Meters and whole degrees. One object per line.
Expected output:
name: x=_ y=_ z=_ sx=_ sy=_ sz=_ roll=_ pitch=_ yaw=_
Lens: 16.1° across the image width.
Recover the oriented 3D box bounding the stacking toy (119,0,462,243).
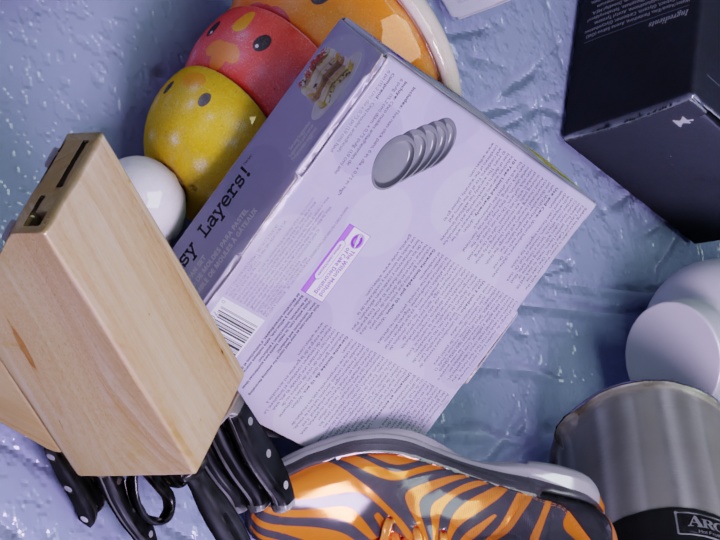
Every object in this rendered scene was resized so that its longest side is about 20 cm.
stacking toy: x=-0.058 y=-0.068 z=1.281 sx=0.200 sy=0.146 sz=0.147 roll=-39 pitch=107 yaw=-32

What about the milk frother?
milk frother: x=0.159 y=0.205 z=1.425 sx=0.180 sy=0.200 sz=0.189 roll=39 pitch=26 yaw=-23

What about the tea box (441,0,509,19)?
tea box: x=0.094 y=-0.294 z=1.508 sx=0.197 sy=0.133 sz=0.200 roll=58 pitch=42 yaw=-19

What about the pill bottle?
pill bottle: x=0.248 y=0.044 z=1.585 sx=0.199 sy=0.110 sz=0.112 roll=-9 pitch=84 yaw=-50

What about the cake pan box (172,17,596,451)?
cake pan box: x=0.000 y=0.000 z=1.270 sx=0.184 sy=0.052 sz=0.201 roll=29 pitch=100 yaw=-42

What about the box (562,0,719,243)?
box: x=0.220 y=-0.143 z=1.624 sx=0.148 sy=0.104 sz=0.201 roll=35 pitch=53 yaw=-37

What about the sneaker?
sneaker: x=0.044 y=0.144 z=1.272 sx=0.198 sy=0.078 sz=0.112 roll=4 pitch=36 yaw=-15

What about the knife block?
knife block: x=-0.092 y=0.049 z=1.150 sx=0.175 sy=0.200 sz=0.064 roll=28 pitch=51 yaw=-4
